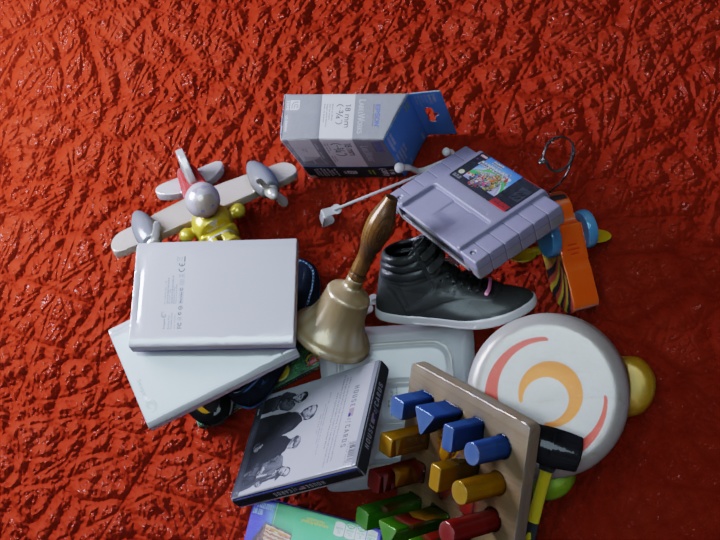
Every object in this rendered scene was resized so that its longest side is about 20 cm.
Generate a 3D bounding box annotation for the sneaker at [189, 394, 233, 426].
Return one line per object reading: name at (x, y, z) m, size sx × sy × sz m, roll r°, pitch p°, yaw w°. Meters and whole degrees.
sneaker at (-0.225, 0.101, 1.431) m, size 0.069 × 0.090 × 0.202 m, roll -26°, pitch 70°, yaw 5°

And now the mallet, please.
mallet at (0.179, 0.261, 1.233) m, size 0.065 × 0.041 × 0.203 m, roll 22°, pitch 103°, yaw 10°

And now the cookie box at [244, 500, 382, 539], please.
cookie box at (-0.066, 0.390, 1.354) m, size 0.169 × 0.075 × 0.203 m, roll 10°, pitch 79°, yaw 16°

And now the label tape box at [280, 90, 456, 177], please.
label tape box at (0.013, -0.169, 1.434) m, size 0.197 × 0.144 × 0.064 m, roll 1°, pitch 76°, yaw 14°

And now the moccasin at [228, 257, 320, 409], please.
moccasin at (-0.105, 0.078, 1.420) m, size 0.079 × 0.068 × 0.203 m, roll 17°, pitch 79°, yaw 17°

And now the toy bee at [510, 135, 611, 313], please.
toy bee at (0.245, -0.053, 1.386) m, size 0.129 × 0.109 × 0.203 m, roll 9°, pitch 91°, yaw -16°

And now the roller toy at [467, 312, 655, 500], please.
roller toy at (0.220, 0.139, 1.311) m, size 0.183 × 0.140 × 0.200 m, roll 45°, pitch 98°, yaw 11°

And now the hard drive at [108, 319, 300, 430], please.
hard drive at (-0.189, 0.088, 1.375) m, size 0.198 × 0.026 × 0.133 m, roll -26°, pitch 75°, yaw -5°

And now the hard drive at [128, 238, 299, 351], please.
hard drive at (-0.174, 0.029, 1.361) m, size 0.197 × 0.025 × 0.134 m, roll -1°, pitch 68°, yaw 5°

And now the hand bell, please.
hand bell at (0.000, 0.000, 1.332) m, size 0.104 × 0.104 × 0.202 m, roll 36°, pitch 120°, yaw 19°

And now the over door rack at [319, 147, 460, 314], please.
over door rack at (0.056, -0.052, 1.437) m, size 0.198 × 0.067 × 0.149 m, roll -26°, pitch 71°, yaw 7°

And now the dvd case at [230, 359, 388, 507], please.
dvd case at (-0.061, 0.194, 1.351) m, size 0.198 × 0.025 × 0.152 m, roll -20°, pitch 39°, yaw 34°

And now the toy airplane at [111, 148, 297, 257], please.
toy airplane at (-0.199, -0.080, 1.464) m, size 0.196 × 0.142 × 0.202 m, roll 18°, pitch 68°, yaw 9°

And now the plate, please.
plate at (0.047, 0.163, 1.395) m, size 0.197 × 0.032 × 0.203 m, roll -5°, pitch 78°, yaw 8°

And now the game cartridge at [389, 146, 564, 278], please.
game cartridge at (0.132, -0.076, 1.330) m, size 0.129 × 0.039 × 0.200 m, roll -36°, pitch 38°, yaw -10°

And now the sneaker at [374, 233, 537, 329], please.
sneaker at (0.109, 0.010, 1.348) m, size 0.197 × 0.071 × 0.101 m, roll 0°, pitch 117°, yaw 13°

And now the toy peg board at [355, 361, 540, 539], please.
toy peg board at (0.084, 0.233, 1.251) m, size 0.199 × 0.097 × 0.202 m, roll 24°, pitch 114°, yaw 49°

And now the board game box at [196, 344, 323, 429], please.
board game box at (-0.139, 0.113, 1.468) m, size 0.198 × 0.023 × 0.106 m, roll -28°, pitch 74°, yaw 6°
